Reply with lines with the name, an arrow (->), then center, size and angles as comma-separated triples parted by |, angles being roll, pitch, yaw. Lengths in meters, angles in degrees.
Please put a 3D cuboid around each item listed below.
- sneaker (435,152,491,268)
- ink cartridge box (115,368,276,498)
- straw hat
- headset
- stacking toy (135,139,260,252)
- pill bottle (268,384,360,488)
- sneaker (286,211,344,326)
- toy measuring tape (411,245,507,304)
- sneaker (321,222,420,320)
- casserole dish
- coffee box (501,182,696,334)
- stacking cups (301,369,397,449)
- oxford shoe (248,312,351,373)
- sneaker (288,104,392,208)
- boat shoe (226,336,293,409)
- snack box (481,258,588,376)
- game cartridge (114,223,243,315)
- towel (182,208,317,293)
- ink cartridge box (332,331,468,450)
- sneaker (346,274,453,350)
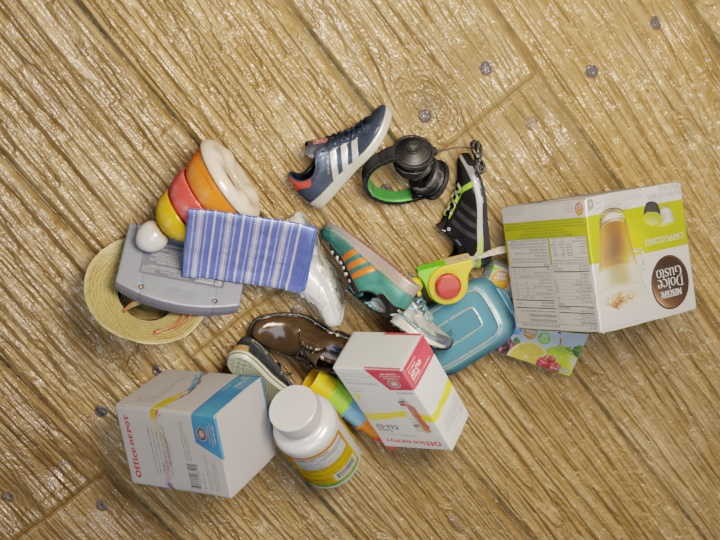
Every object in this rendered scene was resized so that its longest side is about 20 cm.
sneaker -> 0.162, -0.088, 1.633 | 0.082, 0.072, 0.201 | -9, 108, 1
ink cartridge box -> -0.267, 0.260, 1.643 | 0.199, 0.146, 0.148 | 2, 111, 27
straw hat -> -0.349, 0.050, 1.638 | 0.200, 0.202, 0.085 | 13, 150, -7
headset -> 0.099, -0.151, 1.575 | 0.199, 0.095, 0.123 | -22, 145, 19
stacking toy -> -0.270, -0.097, 1.570 | 0.199, 0.146, 0.147 | -31, 107, 10
pill bottle -> -0.079, 0.272, 1.670 | 0.110, 0.112, 0.200 | -22, 141, 4
sneaker -> -0.094, 0.008, 1.656 | 0.099, 0.078, 0.201 | -23, 100, 13
toy measuring tape -> 0.174, 0.010, 1.619 | 0.199, 0.074, 0.074 | -14, 108, -1
sneaker -> 0.000, 0.000, 1.609 | 0.200, 0.071, 0.080 | 39, 98, 26
casserole dish -> 0.162, 0.096, 1.667 | 0.200, 0.039, 0.122 | -34, 80, 26
coffee box -> 0.362, -0.018, 1.542 | 0.198, 0.200, 0.199 | -10, 94, -29
stacking cups -> -0.009, 0.242, 1.734 | 0.200, 0.061, 0.061 | 38, 102, -13
oxford shoe -> -0.090, 0.122, 1.681 | 0.199, 0.084, 0.073 | 15, 108, -6
sneaker -> -0.036, -0.194, 1.586 | 0.084, 0.075, 0.200 | 38, 102, -18
boat shoe -> -0.152, 0.187, 1.707 | 0.074, 0.062, 0.200 | -20, 126, 28
snack box -> 0.286, 0.079, 1.703 | 0.199, 0.053, 0.143 | 18, 104, -8
game cartridge -> -0.284, 0.003, 1.611 | 0.198, 0.134, 0.041 | 12, 146, -8
towel -> -0.172, -0.028, 1.555 | 0.198, 0.024, 0.145 | 8, 135, -9
ink cartridge box -> 0.069, 0.198, 1.646 | 0.144, 0.084, 0.201 | -3, 132, 38
sneaker -> 0.076, 0.053, 1.645 | 0.199, 0.078, 0.087 | 36, 91, 12
